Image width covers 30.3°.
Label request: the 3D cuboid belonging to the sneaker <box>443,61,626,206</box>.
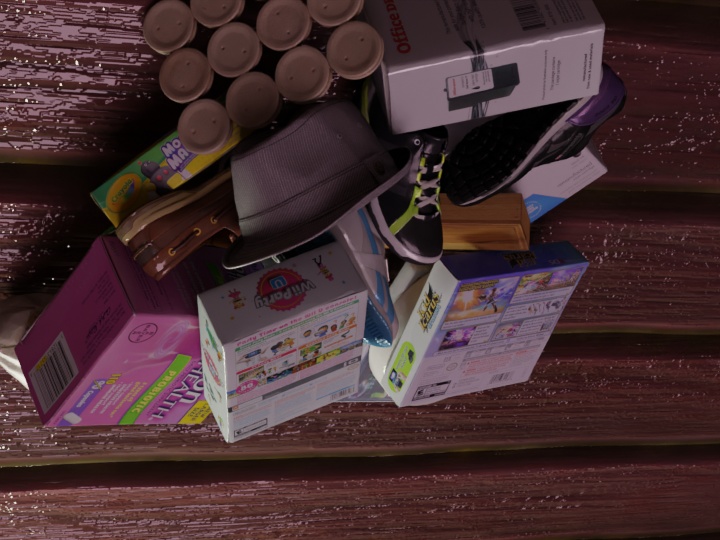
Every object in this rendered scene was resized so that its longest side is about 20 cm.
[{"bbox_3d":[0.174,-0.120,1.288,0.200,0.076,0.087,-40,140,22],"label":"sneaker"}]

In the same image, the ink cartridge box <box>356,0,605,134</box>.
[{"bbox_3d":[0.103,-0.215,1.204,0.199,0.147,0.083,-11,139,-5],"label":"ink cartridge box"}]

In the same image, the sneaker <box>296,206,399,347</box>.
[{"bbox_3d":[0.000,0.000,1.329,0.076,0.081,0.201,9,141,29],"label":"sneaker"}]

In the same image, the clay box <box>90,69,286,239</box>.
[{"bbox_3d":[-0.170,-0.108,1.252,0.199,0.115,0.048,-32,99,17],"label":"clay box"}]

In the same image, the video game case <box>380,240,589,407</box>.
[{"bbox_3d":[0.137,0.057,1.469,0.199,0.045,0.182,-7,134,-38],"label":"video game case"}]

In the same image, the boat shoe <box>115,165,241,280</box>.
[{"bbox_3d":[-0.129,-0.051,1.242,0.199,0.068,0.072,-27,173,-30],"label":"boat shoe"}]

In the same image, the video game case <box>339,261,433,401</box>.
[{"bbox_3d":[0.072,0.075,1.549,0.181,0.023,0.201,5,126,-45],"label":"video game case"}]

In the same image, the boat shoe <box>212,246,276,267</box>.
[{"bbox_3d":[-0.143,-0.021,1.397,0.199,0.063,0.073,17,126,-35],"label":"boat shoe"}]

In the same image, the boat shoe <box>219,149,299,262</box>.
[{"bbox_3d":[-0.072,-0.045,1.356,0.073,0.063,0.200,-39,125,-9],"label":"boat shoe"}]

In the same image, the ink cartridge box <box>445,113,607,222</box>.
[{"bbox_3d":[0.151,-0.140,1.363,0.116,0.067,0.200,-34,136,19],"label":"ink cartridge box"}]

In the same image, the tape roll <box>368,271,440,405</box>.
[{"bbox_3d":[0.102,0.070,1.523,0.202,0.037,0.204,-24,141,-21],"label":"tape roll"}]

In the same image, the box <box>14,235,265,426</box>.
[{"bbox_3d":[-0.204,0.065,1.312,0.199,0.097,0.176,5,137,-48],"label":"box"}]

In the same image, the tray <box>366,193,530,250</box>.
[{"bbox_3d":[0.072,-0.049,1.381,0.199,0.037,0.099,0,166,13],"label":"tray"}]

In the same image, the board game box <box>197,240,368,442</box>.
[{"bbox_3d":[-0.075,0.073,1.277,0.147,0.064,0.200,-21,152,-17],"label":"board game box"}]

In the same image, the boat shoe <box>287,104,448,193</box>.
[{"bbox_3d":[0.016,-0.107,1.360,0.201,0.063,0.074,17,127,-35],"label":"boat shoe"}]

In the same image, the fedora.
[{"bbox_3d":[-0.051,-0.088,1.154,0.176,0.091,0.200,-16,-165,46],"label":"fedora"}]

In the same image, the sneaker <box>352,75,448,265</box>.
[{"bbox_3d":[0.048,-0.104,1.278,0.083,0.201,0.071,-15,-177,45],"label":"sneaker"}]

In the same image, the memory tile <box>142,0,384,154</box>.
[{"bbox_3d":[-0.087,-0.202,1.157,0.199,0.154,0.017,-25,166,12],"label":"memory tile"}]

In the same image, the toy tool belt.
[{"bbox_3d":[-0.297,0.092,1.428,0.122,0.125,0.200,-18,141,14],"label":"toy tool belt"}]
